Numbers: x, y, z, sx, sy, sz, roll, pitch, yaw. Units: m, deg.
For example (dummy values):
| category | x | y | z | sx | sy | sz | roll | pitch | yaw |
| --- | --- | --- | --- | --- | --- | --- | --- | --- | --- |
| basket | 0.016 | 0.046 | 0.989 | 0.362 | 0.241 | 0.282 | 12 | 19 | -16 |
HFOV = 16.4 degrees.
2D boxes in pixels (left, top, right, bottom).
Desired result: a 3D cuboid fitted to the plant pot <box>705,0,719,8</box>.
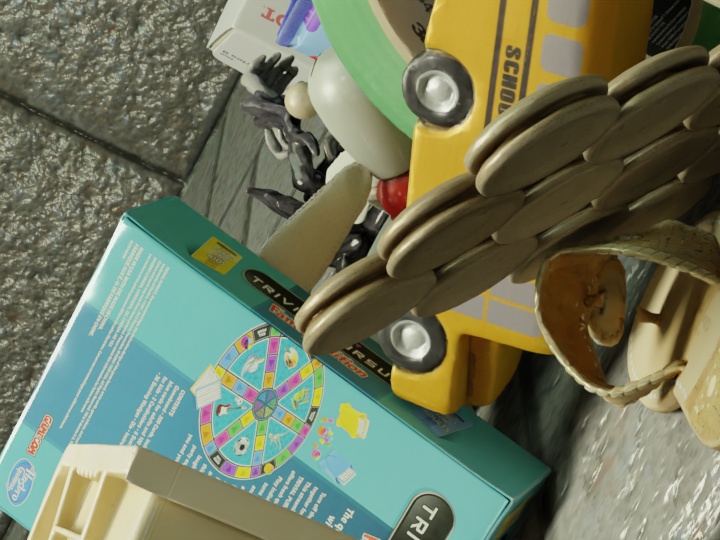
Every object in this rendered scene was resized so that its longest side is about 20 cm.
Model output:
| category | x | y | z | sx | sy | sz | roll | pitch | yaw |
| --- | --- | --- | --- | --- | --- | --- | --- | --- | --- |
| plant pot | 0.160 | -0.179 | 0.770 | 0.187 | 0.187 | 0.200 | -83 | 8 | -64 |

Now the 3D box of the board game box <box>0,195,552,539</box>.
| category | x | y | z | sx | sy | sz | roll | pitch | yaw |
| --- | --- | --- | --- | --- | --- | --- | --- | --- | --- |
| board game box | -0.043 | 0.088 | 1.042 | 0.151 | 0.200 | 0.047 | -60 | -15 | 23 |

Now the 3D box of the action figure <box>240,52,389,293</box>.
| category | x | y | z | sx | sy | sz | roll | pitch | yaw |
| --- | --- | --- | --- | --- | --- | --- | --- | --- | --- |
| action figure | 0.010 | -0.076 | 1.191 | 0.200 | 0.119 | 0.102 | -69 | 20 | 6 |

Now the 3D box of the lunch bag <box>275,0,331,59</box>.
| category | x | y | z | sx | sy | sz | roll | pitch | yaw |
| --- | --- | --- | --- | --- | --- | --- | --- | --- | --- |
| lunch bag | 0.070 | -0.168 | 1.245 | 0.200 | 0.150 | 0.094 | -53 | 15 | 51 |

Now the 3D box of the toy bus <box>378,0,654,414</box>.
| category | x | y | z | sx | sy | sz | roll | pitch | yaw |
| --- | --- | --- | --- | --- | --- | --- | --- | --- | --- |
| toy bus | 0.060 | -0.039 | 0.955 | 0.065 | 0.078 | 0.200 | -45 | -34 | -54 |

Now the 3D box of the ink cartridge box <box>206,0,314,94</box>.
| category | x | y | z | sx | sy | sz | roll | pitch | yaw |
| --- | --- | --- | --- | --- | --- | --- | --- | --- | --- |
| ink cartridge box | 0.000 | -0.215 | 1.775 | 0.200 | 0.145 | 0.087 | -65 | 11 | -12 |

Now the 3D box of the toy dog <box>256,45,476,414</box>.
| category | x | y | z | sx | sy | sz | roll | pitch | yaw |
| --- | --- | --- | --- | --- | --- | --- | --- | --- | --- |
| toy dog | 0.000 | 0.000 | 1.102 | 0.132 | 0.096 | 0.201 | -15 | -83 | -69 |

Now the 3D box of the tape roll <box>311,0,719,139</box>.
| category | x | y | z | sx | sy | sz | roll | pitch | yaw |
| --- | --- | --- | --- | --- | --- | --- | --- | --- | --- |
| tape roll | 0.072 | -0.131 | 0.972 | 0.048 | 0.200 | 0.201 | -42 | -12 | -52 |

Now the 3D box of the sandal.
| category | x | y | z | sx | sy | sz | roll | pitch | yaw |
| --- | --- | --- | --- | --- | --- | --- | --- | --- | --- |
| sandal | 0.096 | 0.011 | 0.857 | 0.212 | 0.069 | 0.078 | -122 | 52 | -79 |

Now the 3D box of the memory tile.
| category | x | y | z | sx | sy | sz | roll | pitch | yaw |
| --- | --- | --- | --- | --- | --- | --- | --- | --- | --- |
| memory tile | 0.079 | -0.034 | 0.831 | 0.200 | 0.017 | 0.153 | -18 | -19 | -43 |

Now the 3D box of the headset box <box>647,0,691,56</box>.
| category | x | y | z | sx | sy | sz | roll | pitch | yaw |
| --- | --- | --- | --- | --- | --- | --- | --- | --- | --- |
| headset box | 0.157 | -0.224 | 1.085 | 0.174 | 0.093 | 0.200 | -48 | 18 | 58 |

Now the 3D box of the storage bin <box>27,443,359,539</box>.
| category | x | y | z | sx | sy | sz | roll | pitch | yaw |
| --- | --- | --- | --- | --- | --- | --- | --- | --- | --- |
| storage bin | 0.001 | 0.128 | 0.693 | 0.199 | 0.200 | 0.094 | 166 | 127 | -78 |
